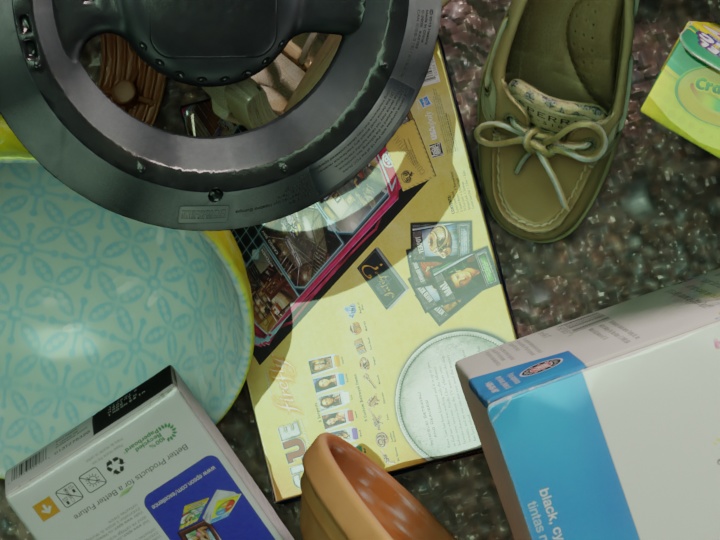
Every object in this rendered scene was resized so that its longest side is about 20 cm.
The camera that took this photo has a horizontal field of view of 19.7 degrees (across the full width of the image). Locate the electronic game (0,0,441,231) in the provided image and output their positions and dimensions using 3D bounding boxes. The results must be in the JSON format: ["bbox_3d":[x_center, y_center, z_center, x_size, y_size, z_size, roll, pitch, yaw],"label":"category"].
[{"bbox_3d":[-0.063,-0.116,0.859,0.199,0.042,0.202,-2,99,-12],"label":"electronic game"}]

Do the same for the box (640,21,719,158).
[{"bbox_3d":[0.191,-0.063,0.912,0.117,0.200,0.049,31,101,11],"label":"box"}]

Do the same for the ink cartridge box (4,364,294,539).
[{"bbox_3d":[-0.074,0.150,0.980,0.094,0.037,0.201,-32,109,2],"label":"ink cartridge box"}]

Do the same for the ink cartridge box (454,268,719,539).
[{"bbox_3d":[0.162,0.081,0.907,0.199,0.147,0.146,-19,94,-1],"label":"ink cartridge box"}]

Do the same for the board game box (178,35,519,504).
[{"bbox_3d":[0.000,0.000,1.014,0.135,0.035,0.201,-14,81,5],"label":"board game box"}]

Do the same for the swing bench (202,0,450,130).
[{"bbox_3d":[-0.045,-0.183,0.981,0.199,0.130,0.200,41,90,21],"label":"swing bench"}]

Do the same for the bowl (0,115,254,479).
[{"bbox_3d":[-0.147,-0.006,0.986,0.199,0.201,0.108,-8,40,6],"label":"bowl"}]

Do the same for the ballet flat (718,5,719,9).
[{"bbox_3d":[0.175,-0.149,0.934,0.068,0.200,0.069,-25,57,30],"label":"ballet flat"}]

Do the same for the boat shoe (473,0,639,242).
[{"bbox_3d":[0.092,-0.102,0.968,0.073,0.063,0.201,11,113,8],"label":"boat shoe"}]

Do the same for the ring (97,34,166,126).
[{"bbox_3d":[-0.196,-0.109,1.062,0.199,0.019,0.202,-1,82,7],"label":"ring"}]

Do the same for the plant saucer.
[{"bbox_3d":[0.040,0.155,0.906,0.037,0.200,0.200,-43,80,3],"label":"plant saucer"}]
